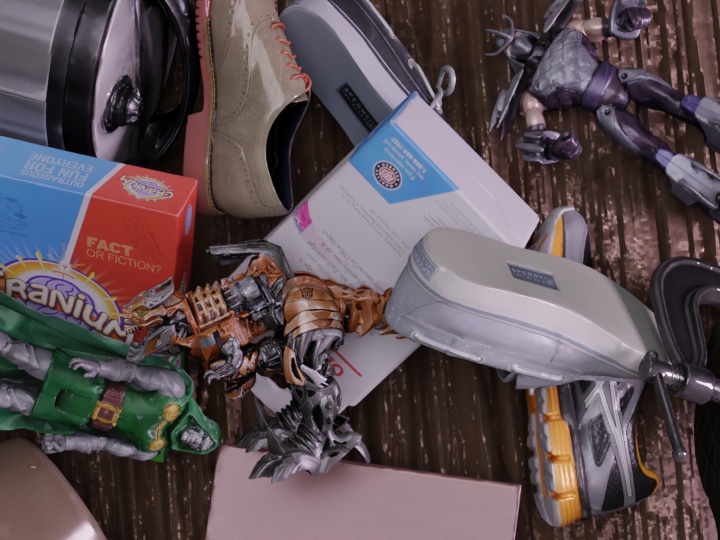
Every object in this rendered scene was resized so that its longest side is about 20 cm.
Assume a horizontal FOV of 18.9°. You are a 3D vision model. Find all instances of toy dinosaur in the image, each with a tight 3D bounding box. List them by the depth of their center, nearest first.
[{"bbox_3d":[-0.040,0.049,1.300,0.198,0.102,0.137,0,99,14],"label":"toy dinosaur"}]

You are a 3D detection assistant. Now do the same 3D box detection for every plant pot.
[{"bbox_3d":[-0.250,0.200,1.354,0.174,0.200,0.201,-35,81,-18],"label":"plant pot"}]

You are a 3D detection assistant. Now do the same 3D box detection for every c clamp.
[{"bbox_3d":[0.245,0.066,1.312,0.199,0.027,0.172,13,43,-26],"label":"c clamp"}]

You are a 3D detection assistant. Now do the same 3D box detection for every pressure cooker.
[{"bbox_3d":[-0.196,-0.149,1.375,0.198,0.176,0.180,15,87,11],"label":"pressure cooker"}]

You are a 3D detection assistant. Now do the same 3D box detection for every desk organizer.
[{"bbox_3d":[0.003,0.163,1.374,0.198,0.072,0.078,7,82,6],"label":"desk organizer"}]

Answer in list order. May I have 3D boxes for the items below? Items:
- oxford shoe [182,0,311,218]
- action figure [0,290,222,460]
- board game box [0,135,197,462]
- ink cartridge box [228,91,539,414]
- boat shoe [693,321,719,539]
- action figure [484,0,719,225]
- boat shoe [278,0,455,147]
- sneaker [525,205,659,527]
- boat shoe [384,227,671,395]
[{"bbox_3d":[-0.060,-0.131,1.347,0.074,0.070,0.202,8,99,23],"label":"oxford shoe"},{"bbox_3d":[-0.177,0.074,1.330,0.198,0.055,0.119,17,117,-15],"label":"action figure"},{"bbox_3d":[-0.184,0.018,1.362,0.152,0.040,0.201,12,128,7],"label":"board game box"},{"bbox_3d":[0.000,0.000,1.361,0.115,0.068,0.200,45,116,-5],"label":"ink cartridge box"},{"bbox_3d":[0.255,0.127,1.340,0.073,0.076,0.202,2,62,-11],"label":"boat shoe"},{"bbox_3d":[0.167,-0.111,1.389,0.199,0.069,0.131,30,92,11],"label":"action figure"},{"bbox_3d":[0.026,-0.102,1.401,0.200,0.073,0.068,50,51,-4],"label":"boat shoe"},{"bbox_3d":[0.143,0.059,1.375,0.076,0.078,0.202,-3,87,-8],"label":"sneaker"},{"bbox_3d":[0.101,0.034,1.296,0.200,0.070,0.072,19,124,-30],"label":"boat shoe"}]
